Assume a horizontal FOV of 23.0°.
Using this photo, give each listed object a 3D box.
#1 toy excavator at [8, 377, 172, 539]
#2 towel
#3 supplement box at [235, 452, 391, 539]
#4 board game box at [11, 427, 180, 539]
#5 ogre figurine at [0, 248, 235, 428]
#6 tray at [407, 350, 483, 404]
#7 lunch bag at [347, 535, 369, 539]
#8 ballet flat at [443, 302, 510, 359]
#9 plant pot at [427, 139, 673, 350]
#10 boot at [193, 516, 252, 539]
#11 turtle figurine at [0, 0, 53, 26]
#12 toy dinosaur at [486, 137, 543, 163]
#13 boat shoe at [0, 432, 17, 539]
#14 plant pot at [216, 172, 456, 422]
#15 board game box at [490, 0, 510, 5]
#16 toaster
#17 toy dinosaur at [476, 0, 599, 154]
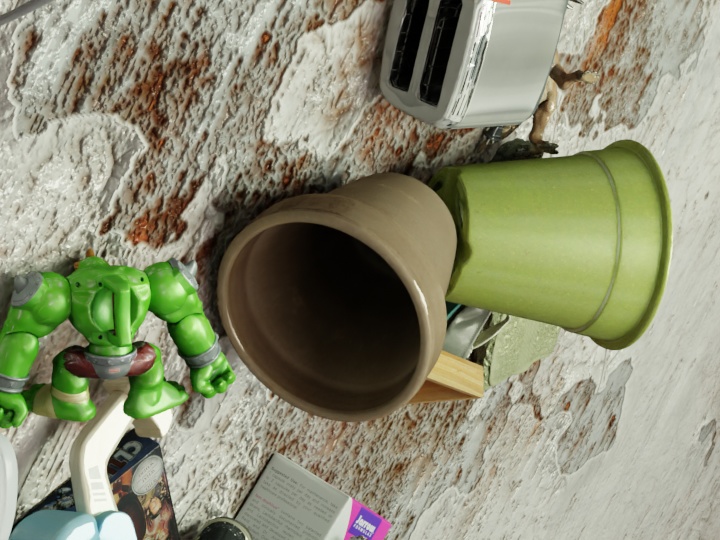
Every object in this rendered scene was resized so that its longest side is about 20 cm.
[{"bbox_3d":[-0.212,0.200,1.383,0.194,0.100,0.201,-21,104,-42],"label":"toy excavator"},{"bbox_3d":[0.180,0.028,1.912,0.148,0.036,0.201,-29,135,-43],"label":"towel"},{"bbox_3d":[-0.076,0.291,1.681,0.201,0.103,0.101,-60,147,-7],"label":"supplement box"},{"bbox_3d":[-0.238,0.241,1.474,0.200,0.035,0.136,-39,141,-32],"label":"board game box"},{"bbox_3d":[-0.190,0.052,1.338,0.199,0.098,0.120,3,113,-7],"label":"ogre figurine"},{"bbox_3d":[0.031,0.093,1.687,0.200,0.098,0.037,23,64,-59],"label":"tray"},{"bbox_3d":[0.027,0.333,1.579,0.082,0.200,0.177,-13,122,-44],"label":"lunch bag"},{"bbox_3d":[0.139,0.015,1.791,0.064,0.067,0.200,39,92,-14],"label":"ballet flat"},{"bbox_3d":[0.158,-0.030,1.652,0.189,0.200,0.201,4,114,-20],"label":"plant pot"},{"bbox_3d":[-0.159,0.316,1.550,0.154,0.073,0.204,61,53,-86],"label":"boot"},{"bbox_3d":[-0.285,-0.105,1.027,0.144,0.199,0.194,-83,-163,-49],"label":"turtle figurine"},{"bbox_3d":[0.108,-0.051,1.748,0.200,0.047,0.088,-44,139,-23],"label":"toy dinosaur"},{"bbox_3d":[-0.314,0.211,1.305,0.067,0.073,0.201,3,112,-57],"label":"boat shoe"},{"bbox_3d":[0.000,0.000,1.524,0.175,0.199,0.201,-52,151,-51],"label":"plant pot"},{"bbox_3d":[0.048,-0.303,1.329,0.046,0.200,0.152,0,112,-54],"label":"board game box"},{"bbox_3d":[0.096,-0.203,1.556,0.129,0.113,0.201,-12,125,-46],"label":"toaster"},{"bbox_3d":[0.163,-0.199,1.691,0.200,0.085,0.136,107,-16,-51],"label":"toy dinosaur"}]
